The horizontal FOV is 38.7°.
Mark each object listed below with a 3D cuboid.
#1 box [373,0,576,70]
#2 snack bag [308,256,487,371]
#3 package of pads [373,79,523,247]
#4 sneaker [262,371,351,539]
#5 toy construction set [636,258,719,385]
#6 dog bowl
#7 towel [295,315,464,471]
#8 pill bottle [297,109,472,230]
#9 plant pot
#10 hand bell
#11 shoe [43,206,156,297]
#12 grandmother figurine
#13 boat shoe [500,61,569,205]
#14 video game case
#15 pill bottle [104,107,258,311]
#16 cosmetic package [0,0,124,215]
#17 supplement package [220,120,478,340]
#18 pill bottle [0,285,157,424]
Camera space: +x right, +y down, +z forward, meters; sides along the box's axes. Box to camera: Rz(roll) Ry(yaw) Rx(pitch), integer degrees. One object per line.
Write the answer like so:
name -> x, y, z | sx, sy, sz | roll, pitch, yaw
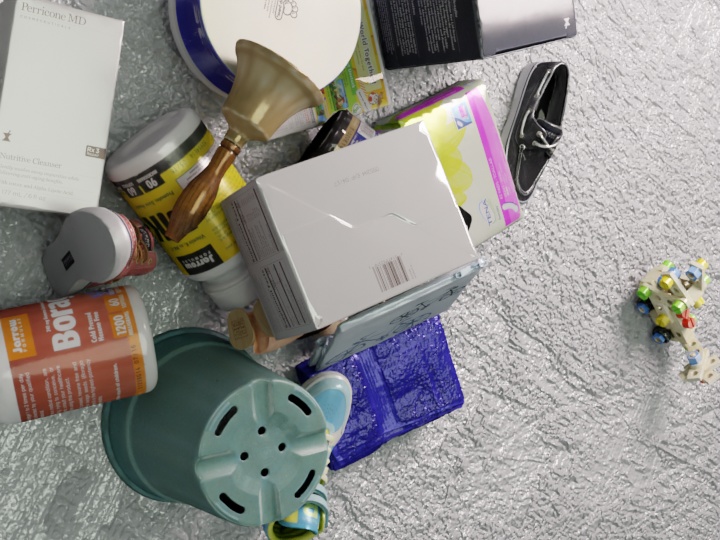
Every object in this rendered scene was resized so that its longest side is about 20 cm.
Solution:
box -> 0.131, -0.306, 1.212 | 0.148, 0.200, 0.105 | -19, 105, -31
snack bag -> 0.036, 0.050, 1.147 | 0.188, 0.200, 0.021 | -24, 78, -15
package of pads -> 0.112, -0.121, 1.297 | 0.154, 0.068, 0.200 | -30, 110, -28
sneaker -> -0.054, 0.221, 1.154 | 0.079, 0.131, 0.200 | 21, 103, -23
toy construction set -> 0.477, 0.070, 1.519 | 0.092, 0.131, 0.200 | -30, 110, -27
dog bowl -> -0.101, -0.282, 1.109 | 0.200, 0.079, 0.201 | -3, 96, -33
towel -> 0.030, 0.146, 1.265 | 0.200, 0.050, 0.148 | -24, 108, -20
pill bottle -> 0.026, -0.087, 1.187 | 0.200, 0.112, 0.112 | 35, 75, -11
plant pot -> -0.144, 0.170, 1.081 | 0.200, 0.196, 0.201 | -3, 95, -33
hand bell -> -0.133, -0.115, 1.009 | 0.104, 0.104, 0.200 | 37, 82, -30
shoe -> -0.239, -0.026, 1.002 | 0.091, 0.200, 0.072 | -23, 90, -33
grandmother figurine -> -0.074, 0.061, 1.160 | 0.200, 0.121, 0.061 | 3, 75, -64
boat shoe -> 0.238, -0.184, 1.374 | 0.072, 0.068, 0.200 | 19, 84, -33
video game case -> -0.061, -0.270, 1.196 | 0.182, 0.023, 0.200 | -21, 105, -30
pill bottle -> -0.168, -0.061, 1.091 | 0.114, 0.114, 0.200 | -45, 116, -22
cosmetic package -> -0.308, -0.158, 1.009 | 0.113, 0.081, 0.200 | 6, 92, -32
supplement package -> -0.011, -0.040, 1.039 | 0.200, 0.111, 0.156 | -23, 92, -27
pill bottle -> -0.308, 0.086, 1.005 | 0.200, 0.112, 0.112 | -12, 102, -20
